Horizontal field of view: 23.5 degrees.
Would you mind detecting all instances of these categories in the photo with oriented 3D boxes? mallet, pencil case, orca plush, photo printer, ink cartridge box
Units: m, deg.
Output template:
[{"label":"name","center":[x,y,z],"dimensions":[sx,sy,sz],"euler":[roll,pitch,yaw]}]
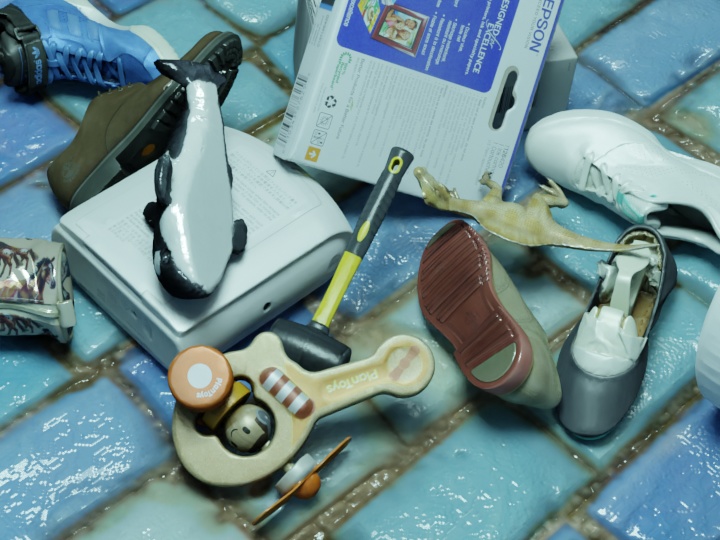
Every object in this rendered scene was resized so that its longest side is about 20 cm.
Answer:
[{"label":"mallet","center":[0.000,0.000,1.335],"dimensions":[0.066,0.041,0.200],"euler":[31,80,12]},{"label":"pencil case","center":[-0.312,0.015,1.315],"dimensions":[0.199,0.078,0.090],"euler":[2,32,-3]},{"label":"orca plush","center":[-0.145,-0.064,1.309],"dimensions":[0.071,0.105,0.201],"euler":[-19,71,28]},{"label":"photo printer","center":[-0.117,-0.025,1.372],"dimensions":[0.200,0.070,0.166],"euler":[-35,61,-30]},{"label":"ink cartridge box","center":[0.049,-0.161,1.412],"dimensions":[0.199,0.198,0.047],"euler":[14,7,-31]}]

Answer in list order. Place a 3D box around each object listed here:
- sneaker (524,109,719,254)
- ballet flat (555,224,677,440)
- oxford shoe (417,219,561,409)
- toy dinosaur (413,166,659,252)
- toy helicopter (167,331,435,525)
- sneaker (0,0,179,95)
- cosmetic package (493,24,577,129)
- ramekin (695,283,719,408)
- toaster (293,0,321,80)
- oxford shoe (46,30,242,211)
[{"label":"sneaker","center":[0.225,-0.069,1.430],"dimensions":[0.199,0.075,0.089],"euler":[20,38,10]},{"label":"ballet flat","center":[0.198,0.038,1.347],"dimensions":[0.073,0.073,0.200],"euler":[20,51,12]},{"label":"oxford shoe","center":[0.100,0.038,1.355],"dimensions":[0.075,0.070,0.200],"euler":[34,24,-35]},{"label":"toy dinosaur","center":[0.135,-0.036,1.386],"dimensions":[0.199,0.058,0.101],"euler":[17,20,5]},{"label":"toy helicopter","center":[-0.038,0.103,1.262],"dimensions":[0.199,0.079,0.133],"euler":[-18,75,-6]},{"label":"sneaker","center":[-0.246,-0.177,1.485],"dimensions":[0.200,0.077,0.111],"euler":[36,49,28]},{"label":"cosmetic package","center":[0.106,-0.221,1.551],"dimensions":[0.107,0.085,0.200],"euler":[-10,50,-14]},{"label":"ramekin","center":[0.334,0.036,1.282],"dimensions":[0.098,0.201,0.200],"euler":[30,53,29]},{"label":"toaster","center":[0.001,-0.215,1.508],"dimensions":[0.113,0.129,0.201],"euler":[-1,49,-7]},{"label":"oxford shoe","center":[-0.180,-0.131,1.413],"dimensions":[0.200,0.073,0.084],"euler":[-45,65,-6]}]
